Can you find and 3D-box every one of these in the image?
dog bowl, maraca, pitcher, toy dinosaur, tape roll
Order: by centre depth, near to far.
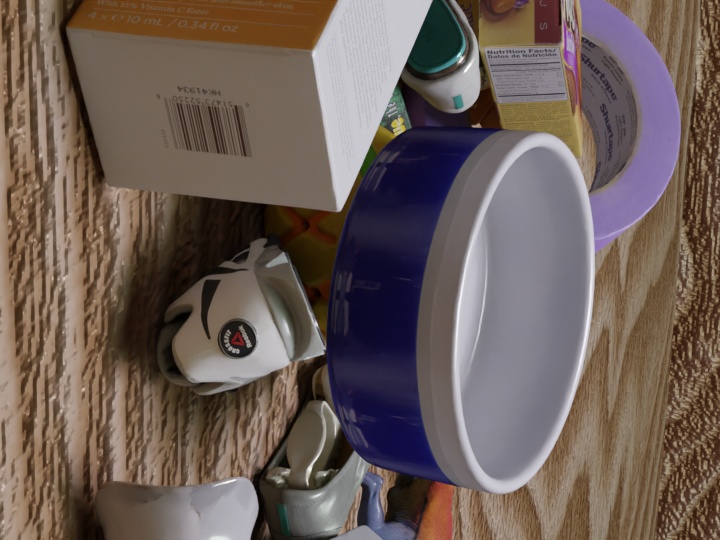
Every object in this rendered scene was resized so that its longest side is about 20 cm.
[{"bbox_3d":[-0.091,0.211,0.949,0.172,0.120,0.201,91,-3,-81],"label":"pitcher"},{"bbox_3d":[0.061,0.020,1.038,0.200,0.078,0.201,-24,118,-59],"label":"dog bowl"},{"bbox_3d":[0.000,0.000,1.124,0.137,0.106,0.201,-150,-131,-70],"label":"maraca"},{"bbox_3d":[0.029,0.208,1.281,0.105,0.199,0.182,-38,109,-44],"label":"toy dinosaur"},{"bbox_3d":[0.128,-0.104,1.363,0.085,0.199,0.201,133,-28,-67],"label":"tape roll"}]

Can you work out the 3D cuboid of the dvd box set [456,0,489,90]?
[{"bbox_3d":[0.048,-0.238,1.237,0.201,0.029,0.147,80,-8,-46],"label":"dvd box set"}]

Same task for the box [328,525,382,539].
[{"bbox_3d":[0.018,0.274,1.117,0.131,0.199,0.200,-56,167,8],"label":"box"}]

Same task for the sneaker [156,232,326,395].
[{"bbox_3d":[-0.071,0.028,1.013,0.200,0.088,0.074,133,-67,-88],"label":"sneaker"}]

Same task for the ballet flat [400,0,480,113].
[{"bbox_3d":[0.028,-0.176,1.149,0.070,0.069,0.201,71,0,-57],"label":"ballet flat"}]

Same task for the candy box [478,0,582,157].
[{"bbox_3d":[0.114,-0.162,1.223,0.200,0.056,0.117,63,27,-70],"label":"candy box"}]

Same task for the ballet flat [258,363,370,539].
[{"bbox_3d":[-0.014,0.099,1.227,0.200,0.067,0.064,-65,147,-48],"label":"ballet flat"}]

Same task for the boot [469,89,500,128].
[{"bbox_3d":[0.113,-0.200,1.518,0.071,0.202,0.144,-11,151,-40],"label":"boot"}]

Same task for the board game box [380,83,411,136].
[{"bbox_3d":[-0.002,-0.137,1.139,0.105,0.023,0.200,59,-6,33],"label":"board game box"}]

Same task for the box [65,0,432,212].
[{"bbox_3d":[-0.044,-0.135,0.917,0.201,0.124,0.098,-68,158,-43],"label":"box"}]
